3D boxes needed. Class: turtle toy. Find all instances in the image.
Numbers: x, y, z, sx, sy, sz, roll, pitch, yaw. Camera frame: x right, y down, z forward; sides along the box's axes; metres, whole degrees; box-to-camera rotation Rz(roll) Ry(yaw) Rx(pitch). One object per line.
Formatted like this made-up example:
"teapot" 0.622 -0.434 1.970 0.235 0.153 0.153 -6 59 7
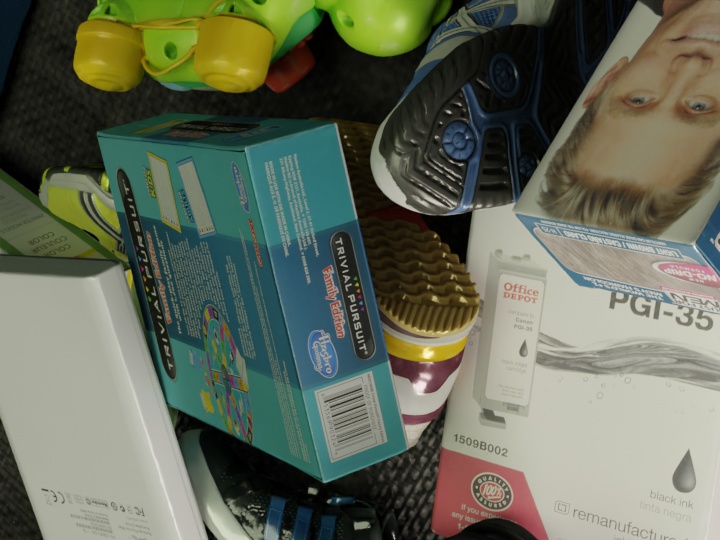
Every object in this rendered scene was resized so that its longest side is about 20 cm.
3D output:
"turtle toy" -0.052 -0.150 0.879 0.200 0.101 0.146 5 77 28

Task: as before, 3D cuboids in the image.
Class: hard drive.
"hard drive" -0.152 0.088 0.939 0.132 0.026 0.200 3 115 42

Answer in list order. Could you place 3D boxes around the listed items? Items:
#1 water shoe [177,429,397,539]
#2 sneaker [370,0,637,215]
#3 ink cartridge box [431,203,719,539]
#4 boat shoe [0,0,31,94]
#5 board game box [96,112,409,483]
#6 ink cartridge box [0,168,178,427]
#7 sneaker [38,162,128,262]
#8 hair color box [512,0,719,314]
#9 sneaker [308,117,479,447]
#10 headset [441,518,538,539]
"water shoe" -0.018 0.151 0.939 0.079 0.072 0.200 -44 77 5
"sneaker" 0.061 -0.081 0.780 0.077 0.200 0.076 -13 111 42
"ink cartridge box" 0.123 0.042 0.816 0.146 0.083 0.200 13 105 30
"boat shoe" -0.257 -0.124 1.033 0.069 0.084 0.200 34 97 30
"board game box" -0.057 0.004 0.811 0.200 0.047 0.151 14 119 63
"ink cartridge box" -0.194 0.023 1.003 0.200 0.059 0.104 34 129 22
"sneaker" -0.102 -0.016 0.948 0.200 0.075 0.076 16 105 30
"hair color box" 0.160 -0.083 0.712 0.100 0.061 0.200 13 66 49
"sneaker" 0.000 0.000 0.849 0.200 0.075 0.090 -107 27 -53
"headset" 0.035 0.174 0.789 0.200 0.123 0.094 159 95 -77
